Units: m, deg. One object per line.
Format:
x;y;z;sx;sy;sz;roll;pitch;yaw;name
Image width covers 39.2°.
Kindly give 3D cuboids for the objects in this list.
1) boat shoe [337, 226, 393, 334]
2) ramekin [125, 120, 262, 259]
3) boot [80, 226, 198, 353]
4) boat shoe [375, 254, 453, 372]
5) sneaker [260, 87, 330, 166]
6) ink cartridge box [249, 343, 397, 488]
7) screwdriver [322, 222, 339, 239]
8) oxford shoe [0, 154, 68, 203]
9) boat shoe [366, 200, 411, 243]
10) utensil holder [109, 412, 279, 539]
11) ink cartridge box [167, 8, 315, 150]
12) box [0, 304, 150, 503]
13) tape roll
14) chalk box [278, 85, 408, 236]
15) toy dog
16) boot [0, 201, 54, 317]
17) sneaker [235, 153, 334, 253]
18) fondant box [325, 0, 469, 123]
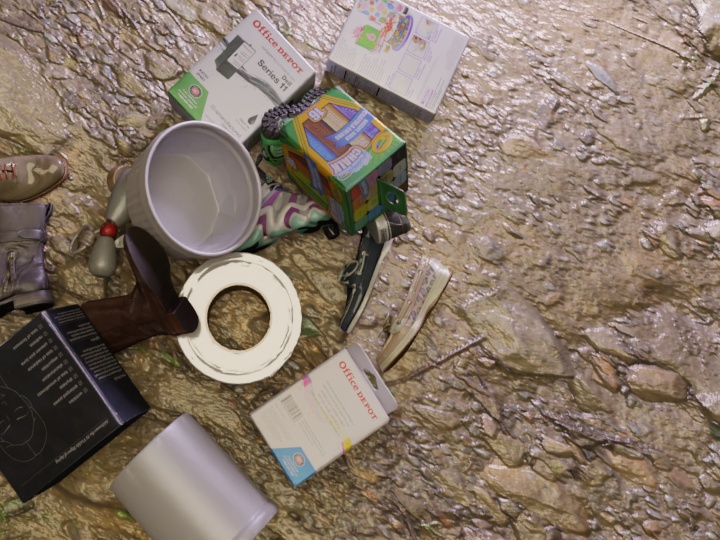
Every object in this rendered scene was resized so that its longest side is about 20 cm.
0.000;0.000;1.601;0.061;0.075;0.203;22;80;-4;boat shoe
-0.255;-0.112;1.511;0.197;0.104;0.205;8;77;-37;ramekin
-0.357;0.036;1.500;0.064;0.197;0.189;-51;122;-49;boot
0.074;0.069;1.607;0.062;0.073;0.201;32;70;5;boat shoe
-0.084;-0.229;1.610;0.198;0.086;0.078;-26;58;-35;sneaker
-0.054;0.216;1.541;0.198;0.125;0.130;-32;87;-9;ink cartridge box
-0.080;-0.145;1.639;0.027;0.029;0.203;-22;82;-8;screwdriver
-0.552;-0.141;1.559;0.196;0.075;0.072;-15;84;-8;oxford shoe
0.019;-0.128;1.600;0.063;0.071;0.202;-18;59;-14;boat shoe
-0.245;0.337;1.488;0.170;0.170;0.200;-43;86;-9;utensil holder
-0.187;-0.291;1.613;0.147;0.083;0.200;45;80;0;ink cartridge box
-0.452;0.190;1.479;0.199;0.124;0.198;-37;86;9;box
-0.188;0.077;1.574;0.198;0.071;0.207;1;82;-7;tape roll
-0.009;-0.148;1.498;0.123;0.126;0.200;-38;63;-17;chalk box
-0.353;-0.078;1.566;0.096;0.131;0.203;31;85;-38;toy dog
-0.563;-0.016;1.555;0.196;0.069;0.178;-9;78;-11;boot
-0.127;-0.121;1.593;0.196;0.078;0.142;-18;81;3;sneaker
0.061;-0.355;1.662;0.197;0.058;0.146;27;81;-3;fondant box
